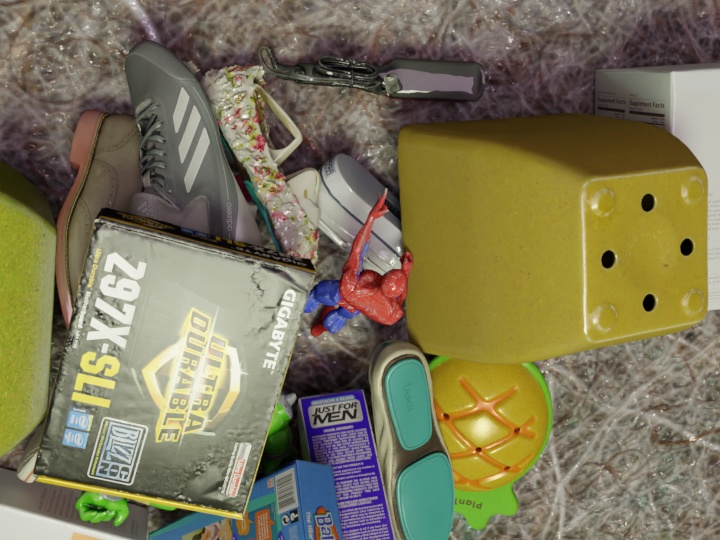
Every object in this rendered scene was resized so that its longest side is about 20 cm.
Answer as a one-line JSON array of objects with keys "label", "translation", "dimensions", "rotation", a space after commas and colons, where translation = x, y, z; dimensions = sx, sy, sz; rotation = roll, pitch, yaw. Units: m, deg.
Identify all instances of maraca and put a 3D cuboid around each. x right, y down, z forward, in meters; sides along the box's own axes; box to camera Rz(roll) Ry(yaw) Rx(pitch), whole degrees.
[{"label": "maraca", "translation": [0.105, 0.157, 0.871], "dimensions": [0.136, 0.107, 0.201], "rotation": [11, 114, 5]}]

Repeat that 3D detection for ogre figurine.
[{"label": "ogre figurine", "translation": [-0.130, 0.151, 0.794], "dimensions": [0.199, 0.098, 0.120], "rotation": [10, 130, -22]}]

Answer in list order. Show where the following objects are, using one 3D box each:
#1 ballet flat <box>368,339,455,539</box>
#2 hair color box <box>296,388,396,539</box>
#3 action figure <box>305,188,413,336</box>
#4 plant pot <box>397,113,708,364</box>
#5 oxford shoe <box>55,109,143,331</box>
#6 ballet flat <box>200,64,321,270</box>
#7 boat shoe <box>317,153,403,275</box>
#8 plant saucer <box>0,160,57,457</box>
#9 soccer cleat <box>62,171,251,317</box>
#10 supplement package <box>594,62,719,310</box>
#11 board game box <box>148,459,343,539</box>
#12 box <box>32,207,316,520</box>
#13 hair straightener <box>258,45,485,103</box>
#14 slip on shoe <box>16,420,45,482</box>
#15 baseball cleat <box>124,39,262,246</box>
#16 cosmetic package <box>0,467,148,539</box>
[{"label": "ballet flat", "translation": [0.040, 0.153, 0.813], "dimensions": [0.069, 0.069, 0.201], "rotation": [-9, 106, -9]}, {"label": "hair color box", "translation": [-0.010, 0.217, 0.802], "dimensions": [0.065, 0.201, 0.109], "rotation": [-6, 147, -9]}, {"label": "action figure", "translation": [0.000, 0.000, 0.776], "dimensions": [0.065, 0.200, 0.099], "rotation": [33, 74, -17]}, {"label": "plant pot", "translation": [0.163, -0.023, 0.742], "dimensions": [0.193, 0.200, 0.196], "rotation": [-8, 101, -24]}, {"label": "oxford shoe", "translation": [-0.196, -0.038, 0.744], "dimensions": [0.073, 0.071, 0.201], "rotation": [1, 74, 1]}, {"label": "ballet flat", "translation": [-0.071, -0.086, 0.771], "dimensions": [0.064, 0.076, 0.201], "rotation": [-26, 84, 1]}, {"label": "boat shoe", "translation": [0.024, -0.020, 0.841], "dimensions": [0.065, 0.074, 0.200], "rotation": [-35, 112, 25]}, {"label": "plant saucer", "translation": [-0.266, 0.023, 0.722], "dimensions": [0.048, 0.200, 0.201], "rotation": [2, 102, -22]}, {"label": "soccer cleat", "translation": [-0.176, -0.015, 0.796], "dimensions": [0.086, 0.070, 0.200], "rotation": [31, 77, 24]}, {"label": "supplement package", "translation": [0.308, -0.082, 0.833], "dimensions": [0.151, 0.151, 0.201], "rotation": [-5, 103, -9]}, {"label": "board game box", "translation": [-0.094, 0.259, 0.753], "dimensions": [0.200, 0.153, 0.045], "rotation": [-31, 145, 33]}, {"label": "box", "translation": [-0.136, 0.070, 0.682], "dimensions": [0.159, 0.049, 0.201], "rotation": [15, 101, -12]}, {"label": "hair straightener", "translation": [0.013, -0.171, 0.794], "dimensions": [0.199, 0.077, 0.041], "rotation": [7, 97, -12]}, {"label": "slip on shoe", "translation": [-0.215, 0.123, 0.818], "dimensions": [0.200, 0.074, 0.061], "rotation": [-38, 109, -6]}, {"label": "baseball cleat", "translation": [-0.148, -0.082, 0.717], "dimensions": [0.106, 0.070, 0.201], "rotation": [-28, 88, -43]}, {"label": "cosmetic package", "translation": [-0.300, 0.243, 0.825], "dimensions": [0.199, 0.071, 0.102], "rotation": [20, 98, -14]}]
